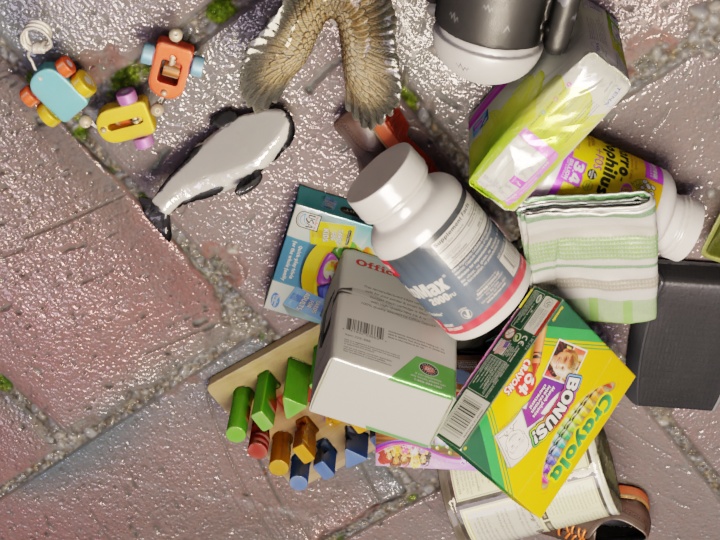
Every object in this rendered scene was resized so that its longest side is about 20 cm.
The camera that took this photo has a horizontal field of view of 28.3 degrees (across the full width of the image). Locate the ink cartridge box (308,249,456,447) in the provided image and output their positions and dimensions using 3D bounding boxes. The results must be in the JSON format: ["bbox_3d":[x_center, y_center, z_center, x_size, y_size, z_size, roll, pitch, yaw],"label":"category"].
[{"bbox_3d":[0.029,0.083,1.596,0.144,0.201,0.085,18,126,-8],"label":"ink cartridge box"}]

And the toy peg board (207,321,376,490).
[{"bbox_3d":[-0.063,0.191,1.787,0.198,0.098,0.200,-28,116,21],"label":"toy peg board"}]

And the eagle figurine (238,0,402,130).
[{"bbox_3d":[-0.029,-0.256,1.471,0.150,0.203,0.150,6,174,38],"label":"eagle figurine"}]

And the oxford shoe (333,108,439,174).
[{"bbox_3d":[0.042,-0.104,1.614,0.072,0.071,0.201,-23,109,24],"label":"oxford shoe"}]

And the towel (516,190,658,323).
[{"bbox_3d":[0.253,-0.006,1.568,0.147,0.031,0.201,-1,138,12],"label":"towel"}]

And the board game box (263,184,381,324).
[{"bbox_3d":[0.000,0.000,1.690,0.197,0.047,0.152,16,122,-6],"label":"board game box"}]

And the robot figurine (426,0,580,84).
[{"bbox_3d":[0.141,-0.289,1.453,0.123,0.151,0.202,-1,124,-16],"label":"robot figurine"}]

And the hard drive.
[{"bbox_3d":[0.393,0.083,1.719,0.133,0.043,0.202,4,123,1],"label":"hard drive"}]

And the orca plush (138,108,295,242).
[{"bbox_3d":[-0.149,-0.106,1.618,0.200,0.105,0.071,-47,152,3],"label":"orca plush"}]

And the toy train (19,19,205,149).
[{"bbox_3d":[-0.273,-0.216,1.570,0.197,0.056,0.152,10,122,-6],"label":"toy train"}]

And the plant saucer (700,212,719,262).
[{"bbox_3d":[0.508,-0.081,1.604,0.197,0.048,0.202,16,123,-7],"label":"plant saucer"}]

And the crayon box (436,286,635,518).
[{"bbox_3d":[0.199,0.149,1.605,0.172,0.058,0.201,41,81,-37],"label":"crayon box"}]

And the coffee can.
[{"bbox_3d":[0.210,0.256,1.780,0.197,0.147,0.148,-16,120,14],"label":"coffee can"}]

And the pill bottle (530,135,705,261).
[{"bbox_3d":[0.278,-0.081,1.586,0.198,0.105,0.105,22,122,-11],"label":"pill bottle"}]

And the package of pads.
[{"bbox_3d":[0.193,-0.174,1.502,0.068,0.155,0.200,33,119,-17],"label":"package of pads"}]

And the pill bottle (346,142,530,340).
[{"bbox_3d":[0.080,-0.034,1.532,0.119,0.120,0.200,-34,112,23],"label":"pill bottle"}]

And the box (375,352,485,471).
[{"bbox_3d":[0.115,0.168,1.717,0.197,0.039,0.139,0,92,19],"label":"box"}]

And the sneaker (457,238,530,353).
[{"bbox_3d":[0.186,0.029,1.694,0.079,0.076,0.200,26,127,-31],"label":"sneaker"}]

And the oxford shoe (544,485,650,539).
[{"bbox_3d":[0.277,0.321,1.853,0.197,0.073,0.072,-4,124,6],"label":"oxford shoe"}]
